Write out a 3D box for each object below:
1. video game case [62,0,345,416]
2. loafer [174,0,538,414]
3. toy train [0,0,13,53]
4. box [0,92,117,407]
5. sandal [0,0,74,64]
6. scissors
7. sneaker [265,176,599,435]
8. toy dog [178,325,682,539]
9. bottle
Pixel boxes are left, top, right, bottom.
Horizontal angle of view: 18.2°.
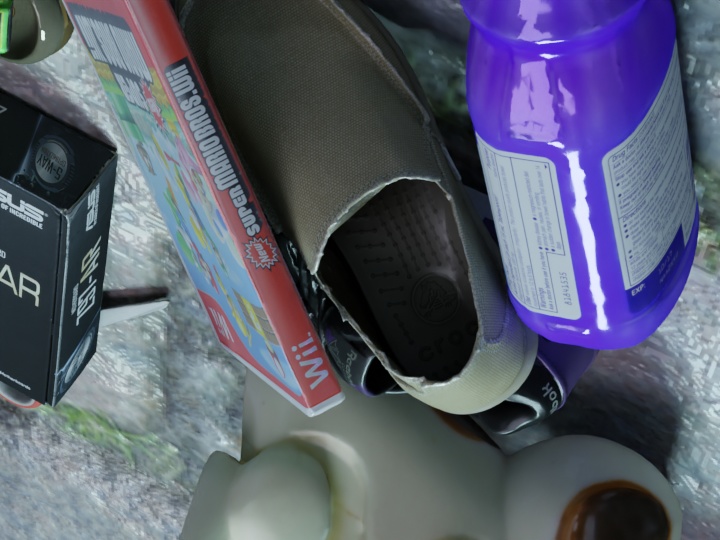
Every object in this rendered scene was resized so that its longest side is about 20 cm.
[{"bbox_3d":[-0.070,-0.049,0.852,0.201,0.017,0.143,66,168,-16],"label":"video game case"},{"bbox_3d":[0.000,-0.036,0.822,0.200,0.076,0.068,54,-174,0],"label":"loafer"},{"bbox_3d":[-0.164,-0.114,0.888,0.056,0.042,0.201,-1,127,-16],"label":"toy train"},{"bbox_3d":[-0.215,-0.037,1.075,0.199,0.044,0.161,28,143,9],"label":"box"},{"bbox_3d":[-0.205,-0.148,0.918,0.200,0.054,0.080,42,147,-12],"label":"sandal"},{"bbox_3d":[-0.165,0.027,1.151,0.073,0.014,0.200,41,148,-11],"label":"scissors"},{"bbox_3d":[0.000,0.000,0.901,0.199,0.088,0.076,20,146,21],"label":"sneaker"},{"bbox_3d":[0.039,0.106,0.967,0.199,0.195,0.140,16,172,8],"label":"toy dog"},{"bbox_3d":[0.072,-0.063,0.758,0.065,0.084,0.201,10,142,23],"label":"bottle"}]
